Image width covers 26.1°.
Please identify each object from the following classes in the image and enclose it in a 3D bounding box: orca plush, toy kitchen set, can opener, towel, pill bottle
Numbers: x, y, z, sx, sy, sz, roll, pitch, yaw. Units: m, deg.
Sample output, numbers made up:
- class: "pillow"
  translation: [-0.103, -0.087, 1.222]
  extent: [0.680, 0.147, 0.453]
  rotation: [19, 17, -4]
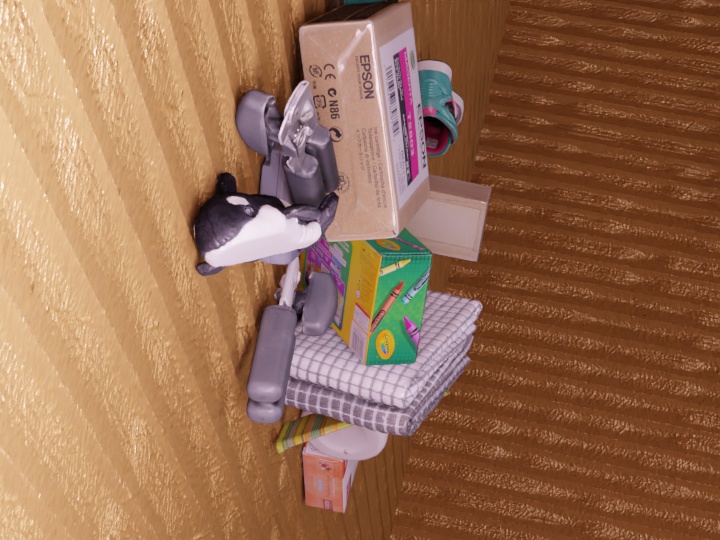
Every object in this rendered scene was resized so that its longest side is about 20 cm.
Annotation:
- class: "orca plush"
  translation: [-0.079, -0.052, 1.215]
  extent: [0.200, 0.105, 0.071]
  rotation: [-16, 79, -56]
- class: "toy kitchen set"
  translation: [0.064, -0.077, 1.839]
  extent: [0.200, 0.180, 0.164]
  rotation: [-68, 168, -55]
- class: "can opener"
  translation: [-0.060, -0.104, 1.296]
  extent: [0.200, 0.067, 0.054]
  rotation: [80, 32, -72]
- class: "towel"
  translation: [0.004, 0.157, 1.705]
  extent: [0.086, 0.199, 0.018]
  rotation: [-67, 137, -76]
- class: "can opener"
  translation: [-0.061, 0.062, 1.463]
  extent: [0.200, 0.067, 0.054]
  rotation: [-82, 177, -51]
- class: "pill bottle"
  translation: [0.000, 0.126, 1.912]
  extent: [0.110, 0.109, 0.200]
  rotation: [93, 11, -47]
- class: "towel"
  translation: [0.017, 0.090, 1.630]
  extent: [0.200, 0.165, 0.086]
  rotation: [-43, 138, -52]

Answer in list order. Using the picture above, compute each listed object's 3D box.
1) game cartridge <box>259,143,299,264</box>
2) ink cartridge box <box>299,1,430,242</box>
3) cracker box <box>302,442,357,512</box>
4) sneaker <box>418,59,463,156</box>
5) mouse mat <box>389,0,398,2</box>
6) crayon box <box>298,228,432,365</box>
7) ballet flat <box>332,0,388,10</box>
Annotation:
- class: "game cartridge"
  translation: [-0.057, -0.092, 1.471]
  extent: [0.200, 0.040, 0.134]
  rotation: [-66, 168, -60]
- class: "ink cartridge box"
  translation: [0.008, -0.144, 1.452]
  extent: [0.165, 0.075, 0.201]
  rotation: [-50, 134, -68]
- class: "cracker box"
  translation: [-0.024, 0.196, 2.029]
  extent: [0.134, 0.057, 0.201]
  rotation: [90, 14, -53]
- class: "sneaker"
  translation: [0.115, -0.224, 2.353]
  extent: [0.200, 0.083, 0.121]
  rotation: [58, 38, -68]
- class: "mouse mat"
  translation: [0.018, -0.354, 1.499]
  extent: [0.200, 0.007, 0.161]
  rotation: [86, -7, -55]
- class: "crayon box"
  translation: [0.000, 0.000, 1.570]
  extent: [0.200, 0.058, 0.119]
  rotation: [-134, -133, -57]
- class: "ballet flat"
  translation: [0.000, -0.237, 1.584]
  extent: [0.200, 0.070, 0.065]
  rotation: [98, -10, -46]
